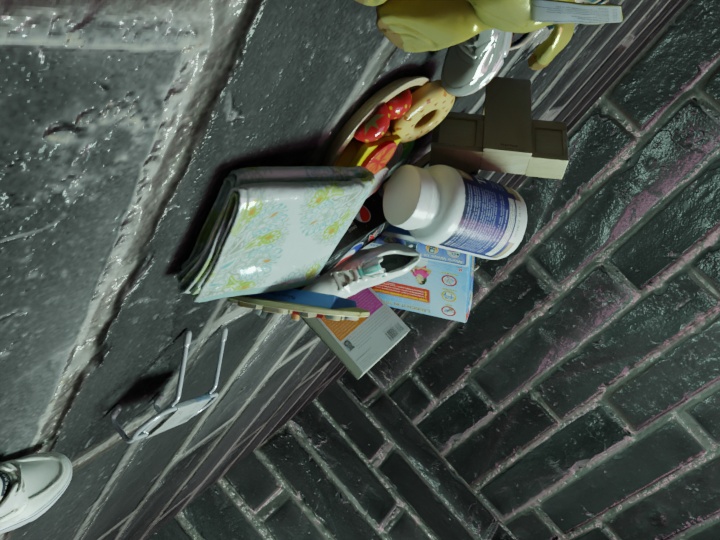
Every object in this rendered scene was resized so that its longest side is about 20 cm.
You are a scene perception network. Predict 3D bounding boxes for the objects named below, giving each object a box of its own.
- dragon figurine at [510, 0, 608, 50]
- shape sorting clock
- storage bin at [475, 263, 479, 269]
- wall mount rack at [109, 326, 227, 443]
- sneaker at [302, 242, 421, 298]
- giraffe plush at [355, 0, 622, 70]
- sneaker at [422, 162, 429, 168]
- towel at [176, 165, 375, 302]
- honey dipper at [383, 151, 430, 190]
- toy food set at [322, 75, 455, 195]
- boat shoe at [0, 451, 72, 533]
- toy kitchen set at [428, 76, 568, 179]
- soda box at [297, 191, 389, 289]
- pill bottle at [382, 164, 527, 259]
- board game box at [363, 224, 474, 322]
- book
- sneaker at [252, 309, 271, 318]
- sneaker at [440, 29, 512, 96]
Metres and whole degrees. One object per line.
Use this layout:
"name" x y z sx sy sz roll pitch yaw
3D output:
"dragon figurine" 0.261 -0.377 0.786 0.198 0.100 0.059 -28 178 24
"shape sorting clock" -0.085 0.047 0.796 0.200 0.197 0.040 36 63 -80
"storage bin" 0.156 -0.013 1.434 0.094 0.198 0.199 -58 164 28
"wall mount rack" -0.262 0.167 0.866 0.173 0.075 0.200 -42 170 7
"sneaker" 0.000 0.000 0.913 0.198 0.076 0.088 -21 -174 -16
"giraffe plush" 0.092 -0.254 0.398 0.173 0.197 0.165 52 56 -77
"sneaker" 0.163 -0.182 1.126 0.201 0.080 0.070 -48 171 29
"towel" -0.089 -0.040 0.658 0.198 0.048 0.172 -12 149 -46
"honey dipper" 0.117 -0.193 1.017 0.199 0.038 0.038 -41 170 -13
"toy food set" 0.027 -0.159 0.756 0.199 0.049 0.198 -32 164 -52
"boat shoe" -0.394 0.241 0.642 0.070 0.071 0.199 -45 164 24
"toy kitchen set" 0.212 -0.188 0.965 0.181 0.197 0.165 88 11 -56
"soda box" -0.035 -0.053 0.870 0.199 0.071 0.063 -35 170 -43
"pill bottle" 0.133 -0.085 0.844 0.198 0.112 0.111 11 134 -34
"board game box" 0.099 -0.009 1.042 0.197 0.197 0.056 83 25 -48
"book" -0.024 0.071 1.042 0.133 0.200 0.048 -36 167 -34
"sneaker" -0.083 0.032 0.958 0.199 0.096 0.079 -33 167 -42
"sneaker" 0.136 -0.286 0.653 0.091 0.076 0.201 -20 147 -50
